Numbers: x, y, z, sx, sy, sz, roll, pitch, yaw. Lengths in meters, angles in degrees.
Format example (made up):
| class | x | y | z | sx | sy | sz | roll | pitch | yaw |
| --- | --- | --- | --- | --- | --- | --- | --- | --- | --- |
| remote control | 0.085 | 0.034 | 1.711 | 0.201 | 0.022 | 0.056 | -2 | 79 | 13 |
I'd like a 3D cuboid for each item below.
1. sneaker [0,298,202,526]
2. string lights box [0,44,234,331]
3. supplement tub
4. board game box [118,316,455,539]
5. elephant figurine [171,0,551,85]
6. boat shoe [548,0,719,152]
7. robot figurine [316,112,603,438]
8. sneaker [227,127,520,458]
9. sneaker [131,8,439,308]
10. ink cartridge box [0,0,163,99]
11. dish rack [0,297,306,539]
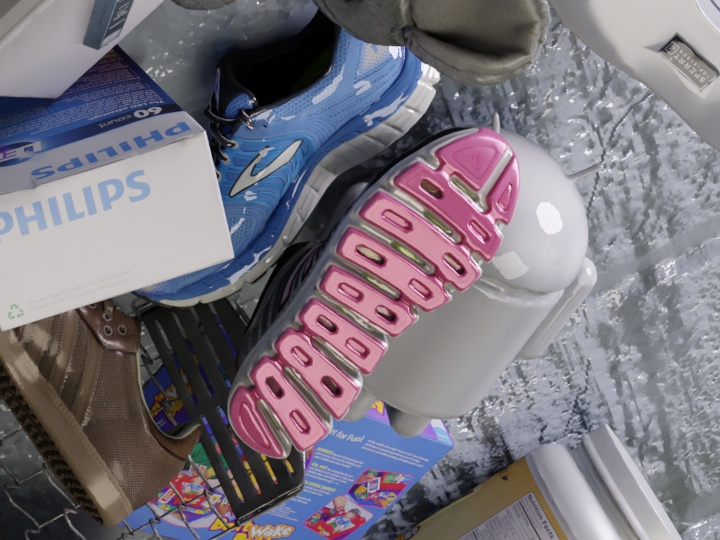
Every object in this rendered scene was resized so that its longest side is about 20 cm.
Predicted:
| class | x | y | z | sx | sy | sz | roll | pitch | yaw |
| --- | --- | --- | --- | --- | --- | --- | --- | --- | --- |
| sneaker | -0.155 | 0.030 | 1.021 | 0.075 | 0.070 | 0.201 | -36 | 108 | -22 |
| string lights box | -0.133 | -0.047 | 0.881 | 0.102 | 0.200 | 0.059 | -17 | 113 | -13 |
| supplement tub | 0.116 | 0.208 | 1.360 | 0.199 | 0.145 | 0.145 | -33 | 142 | 6 |
| board game box | -0.055 | 0.112 | 1.230 | 0.134 | 0.045 | 0.199 | -46 | 139 | 20 |
| elephant figurine | 0.039 | -0.154 | 0.929 | 0.200 | 0.155 | 0.141 | -49 | 162 | 25 |
| boat shoe | 0.157 | -0.142 | 1.062 | 0.199 | 0.066 | 0.072 | 36 | 115 | -26 |
| robot figurine | 0.050 | 0.001 | 1.116 | 0.168 | 0.113 | 0.201 | 16 | 125 | -32 |
| sneaker | 0.000 | 0.000 | 1.030 | 0.074 | 0.088 | 0.200 | 36 | 100 | -20 |
| sneaker | -0.057 | -0.067 | 1.021 | 0.200 | 0.079 | 0.089 | -45 | 128 | 11 |
| ink cartridge box | -0.072 | -0.150 | 0.834 | 0.200 | 0.045 | 0.176 | -39 | 172 | 18 |
| dish rack | -0.134 | 0.097 | 1.086 | 0.199 | 0.154 | 0.055 | -28 | 163 | -1 |
